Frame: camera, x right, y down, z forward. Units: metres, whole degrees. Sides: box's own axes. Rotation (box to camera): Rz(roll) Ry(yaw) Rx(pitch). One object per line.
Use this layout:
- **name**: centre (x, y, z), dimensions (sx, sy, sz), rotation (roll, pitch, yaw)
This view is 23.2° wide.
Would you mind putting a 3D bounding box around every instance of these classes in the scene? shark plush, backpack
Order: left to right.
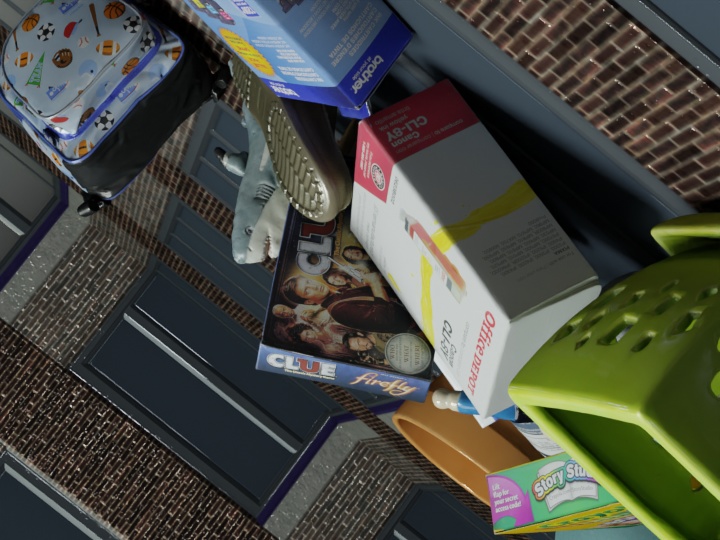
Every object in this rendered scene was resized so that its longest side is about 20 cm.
- **backpack**: centre (-0.261, -0.187, 1.692), dimensions (0.190, 0.200, 0.154), rotation (37, 166, 41)
- **shark plush**: centre (-0.092, -0.107, 1.566), dimensions (0.091, 0.082, 0.202), rotation (77, 179, -78)

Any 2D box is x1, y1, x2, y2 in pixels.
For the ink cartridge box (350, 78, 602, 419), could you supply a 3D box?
- **ink cartridge box**: centre (0.079, -0.014, 1.298), dimensions (0.201, 0.083, 0.146), rotation (55, 158, 26)

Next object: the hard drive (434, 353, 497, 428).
- **hard drive**: centre (0.072, 0.033, 1.622), dimensions (0.201, 0.025, 0.132), rotation (54, -158, -14)

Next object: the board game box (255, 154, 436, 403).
- **board game box**: centre (0.000, 0.000, 1.388), dimensions (0.134, 0.202, 0.035), rotation (11, 143, -2)

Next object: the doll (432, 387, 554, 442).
- **doll**: centre (0.116, 0.084, 1.389), dimensions (0.200, 0.135, 0.049), rotation (41, 135, 55)

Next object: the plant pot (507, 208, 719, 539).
- **plant pot**: centre (0.244, 0.074, 1.112), dimensions (0.200, 0.182, 0.199), rotation (41, 168, -15)

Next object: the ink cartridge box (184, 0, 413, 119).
- **ink cartridge box**: centre (-0.054, -0.192, 1.280), dimensions (0.200, 0.077, 0.136), rotation (42, 168, -28)

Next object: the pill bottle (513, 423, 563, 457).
- **pill bottle**: centre (0.186, 0.105, 1.587), dimensions (0.200, 0.120, 0.119), rotation (45, 167, -34)

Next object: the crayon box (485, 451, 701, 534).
- **crayon box**: centre (0.234, 0.174, 1.456), dimensions (0.171, 0.059, 0.199), rotation (3, 162, -40)

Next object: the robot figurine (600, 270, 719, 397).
- **robot figurine**: centre (0.238, 0.072, 1.302), dimensions (0.199, 0.114, 0.169), rotation (30, 180, 37)

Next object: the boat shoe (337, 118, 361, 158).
- **boat shoe**: centre (0.002, -0.088, 1.552), dimensions (0.064, 0.072, 0.200), rotation (33, 179, -2)

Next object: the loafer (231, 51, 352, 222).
- **loafer**: centre (-0.044, -0.124, 1.401), dimensions (0.076, 0.067, 0.201), rotation (103, 149, -50)

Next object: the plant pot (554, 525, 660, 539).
- **plant pot**: centre (0.279, 0.248, 1.770), dimensions (0.200, 0.198, 0.136), rotation (164, 90, -76)

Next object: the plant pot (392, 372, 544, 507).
- **plant pot**: centre (0.152, 0.161, 1.868), dimensions (0.199, 0.141, 0.200), rotation (37, 170, 8)
